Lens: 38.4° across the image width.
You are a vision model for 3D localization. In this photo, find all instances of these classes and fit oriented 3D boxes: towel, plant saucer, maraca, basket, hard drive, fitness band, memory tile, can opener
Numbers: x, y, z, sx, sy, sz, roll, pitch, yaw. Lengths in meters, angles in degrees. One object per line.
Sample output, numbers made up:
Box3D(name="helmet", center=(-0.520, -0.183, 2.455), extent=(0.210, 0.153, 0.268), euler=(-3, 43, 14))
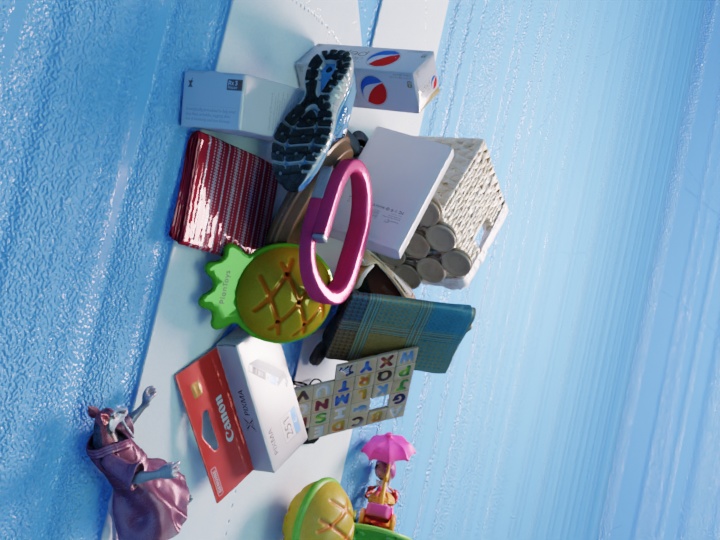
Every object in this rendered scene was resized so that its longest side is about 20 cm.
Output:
Box3D(name="towel", center=(-0.176, -0.092, 1.374), extent=(0.199, 0.022, 0.148), euler=(18, 81, -61))
Box3D(name="plant saucer", center=(-0.068, -0.103, 1.447), extent=(0.201, 0.029, 0.200), euler=(-55, 173, -9))
Box3D(name="maraca", center=(-0.069, 0.424, 1.610), extent=(0.136, 0.106, 0.204), euler=(6, 94, -56))
Box3D(name="basket", center=(0.110, -0.101, 1.686), extent=(0.199, 0.197, 0.162), euler=(-56, 140, -34))
Box3D(name="hard drive", center=(0.040, -0.118, 1.523), extent=(0.202, 0.130, 0.026), euler=(-61, 157, -28))
Box3D(name="maraca", center=(-0.123, 0.029, 1.394), extent=(0.197, 0.106, 0.140), euler=(7, 95, -32))
Box3D(name="fitness band", center=(-0.028, -0.054, 1.375), extent=(0.144, 0.037, 0.203), euler=(59, 42, -54))
Box3D(name="memory tile", center=(0.068, -0.037, 1.608), extent=(0.154, 0.198, 0.017), euler=(55, 44, -22))
Box3D(name="can opener", center=(-0.030, -0.201, 1.578), extent=(0.200, 0.053, 0.068), euler=(40, 33, -56))
Box3D(name="towel", center=(0.059, 0.092, 1.532), extent=(0.022, 0.196, 0.148), euler=(-99, -156, -45))

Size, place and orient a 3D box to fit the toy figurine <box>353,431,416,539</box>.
Box3D(name="toy figurine", center=(0.043, 0.380, 1.806), extent=(0.201, 0.147, 0.187), euler=(84, 17, -66))

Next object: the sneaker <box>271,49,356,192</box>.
Box3D(name="sneaker", center=(-0.045, -0.181, 1.323), extent=(0.203, 0.077, 0.090), euler=(-66, 150, -22))

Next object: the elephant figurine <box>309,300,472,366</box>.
Box3D(name="elephant figurine", center=(0.051, 0.111, 1.637), extent=(0.156, 0.198, 0.142), euler=(-50, -170, 41))

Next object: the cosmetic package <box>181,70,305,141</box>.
Box3D(name="cosmetic package", center=(-0.132, -0.207, 1.338), extent=(0.199, 0.100, 0.076), euler=(-3, 100, -58))

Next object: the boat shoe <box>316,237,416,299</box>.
Box3D(name="boat shoe", center=(0.000, 0.000, 1.540), extent=(0.075, 0.198, 0.068), euler=(-58, -175, 3))

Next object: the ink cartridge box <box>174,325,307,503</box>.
Box3D(name="ink cartridge box", center=(-0.159, 0.191, 1.432), extent=(0.176, 0.044, 0.203), euler=(-39, 120, -50))

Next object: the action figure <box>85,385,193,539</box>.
Box3D(name="action figure", center=(-0.284, 0.239, 1.249), extent=(0.147, 0.134, 0.202), euler=(-28, 120, -1))

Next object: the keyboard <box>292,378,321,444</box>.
Box3D(name="keyboard", center=(-0.098, 0.218, 1.582), extent=(0.199, 0.039, 0.106), euler=(15, 86, -61))

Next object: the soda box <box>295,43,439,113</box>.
Box3D(name="soda box", center=(0.009, -0.272, 1.459), extent=(0.068, 0.197, 0.065), euler=(-49, 138, -40))

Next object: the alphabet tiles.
Box3D(name="alphabet tiles", center=(-0.013, 0.191, 1.566), extent=(0.196, 0.008, 0.169), euler=(-12, 138, -19))
